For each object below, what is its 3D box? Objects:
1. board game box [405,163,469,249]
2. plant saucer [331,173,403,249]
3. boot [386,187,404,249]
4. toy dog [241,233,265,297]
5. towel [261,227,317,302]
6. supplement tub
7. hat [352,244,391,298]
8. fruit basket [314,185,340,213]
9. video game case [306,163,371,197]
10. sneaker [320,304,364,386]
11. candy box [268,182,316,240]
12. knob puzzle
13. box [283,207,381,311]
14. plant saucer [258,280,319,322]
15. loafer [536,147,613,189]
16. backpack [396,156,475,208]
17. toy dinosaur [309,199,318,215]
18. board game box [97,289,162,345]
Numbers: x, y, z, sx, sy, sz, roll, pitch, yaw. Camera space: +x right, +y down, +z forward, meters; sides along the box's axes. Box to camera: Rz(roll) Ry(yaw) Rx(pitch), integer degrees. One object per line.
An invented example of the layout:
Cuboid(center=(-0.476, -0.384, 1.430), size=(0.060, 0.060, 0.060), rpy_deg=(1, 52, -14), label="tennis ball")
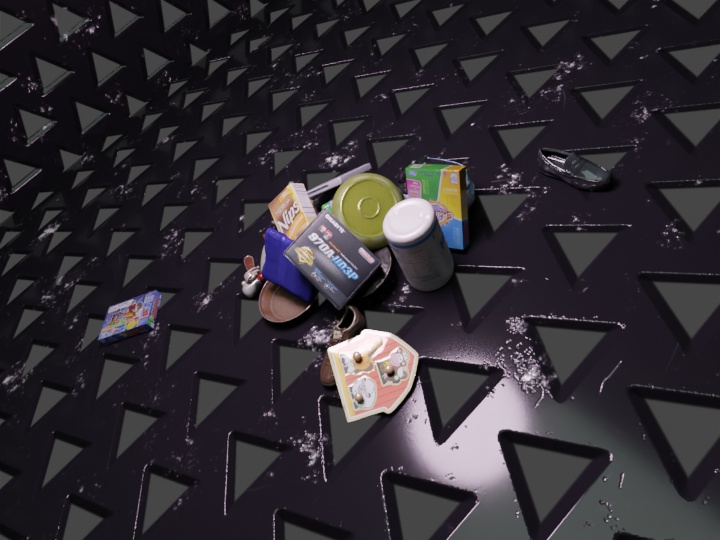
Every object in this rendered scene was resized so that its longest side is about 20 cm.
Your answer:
Cuboid(center=(0.195, -0.161, 1.309), size=(0.150, 0.205, 0.040), rpy_deg=(10, 31, 35), label="board game box")
Cuboid(center=(0.022, -0.158, 1.337), size=(0.194, 0.031, 0.206), rpy_deg=(1, 79, -3), label="plant saucer")
Cuboid(center=(0.085, -0.145, 1.394), size=(0.201, 0.066, 0.133), rpy_deg=(50, 128, 41), label="boot")
Cuboid(center=(-0.294, -0.030, 1.536), size=(0.096, 0.133, 0.200), rpy_deg=(35, 64, 20), label="toy dog")
Cuboid(center=(-0.184, -0.016, 1.398), size=(0.197, 0.151, 0.049), rpy_deg=(26, 27, 33), label="towel")
Cuboid(center=(0.142, -0.060, 1.252), size=(0.129, 0.201, 0.134), rpy_deg=(-15, 48, 17), label="supplement tub")
Cuboid(center=(0.000, 0.000, 1.369), size=(0.196, 0.081, 0.205), rpy_deg=(-11, 58, 18), label="hat")
Cuboid(center=(-0.054, -0.211, 1.561), size=(0.182, 0.094, 0.202), rpy_deg=(-26, 42, 6), label="fruit basket")
Cuboid(center=(-0.081, -0.265, 1.571), size=(0.179, 0.023, 0.200), rpy_deg=(-17, 13, 34), label="video game case")
Cuboid(center=(-0.055, 0.175, 1.256), size=(0.069, 0.076, 0.203), rpy_deg=(5, 56, 31), label="sneaker")
Cuboid(center=(-0.172, -0.123, 1.436), size=(0.115, 0.055, 0.204), rpy_deg=(-33, 75, 35), label="candy box")
Cuboid(center=(0.037, 0.220, 1.164), size=(0.213, 0.031, 0.225), rpy_deg=(-5, 63, 9), label="knob puzzle")
Cuboid(center=(-0.069, -0.027, 1.283), size=(0.200, 0.046, 0.159), rpy_deg=(44, 85, 7), label="box")
Cuboid(center=(-0.191, 0.065, 1.450), size=(0.196, 0.037, 0.204), rpy_deg=(-16, 47, 18), label="plant saucer")
Cuboid(center=(0.526, -0.255, 1.289), size=(0.068, 0.071, 0.199), rpy_deg=(-46, 47, -13), label="loafer")
Cuboid(center=(0.214, -0.223, 1.400), size=(0.164, 0.154, 0.198), rpy_deg=(-51, 26, -20), label="backpack")
Cuboid(center=(-0.151, -0.121, 1.506), size=(0.084, 0.203, 0.137), rpy_deg=(-3, 41, -27), label="toy dinosaur")
Cuboid(center=(-0.747, 0.152, 1.687), size=(0.195, 0.035, 0.138), rpy_deg=(-18, 47, 16), label="board game box")
